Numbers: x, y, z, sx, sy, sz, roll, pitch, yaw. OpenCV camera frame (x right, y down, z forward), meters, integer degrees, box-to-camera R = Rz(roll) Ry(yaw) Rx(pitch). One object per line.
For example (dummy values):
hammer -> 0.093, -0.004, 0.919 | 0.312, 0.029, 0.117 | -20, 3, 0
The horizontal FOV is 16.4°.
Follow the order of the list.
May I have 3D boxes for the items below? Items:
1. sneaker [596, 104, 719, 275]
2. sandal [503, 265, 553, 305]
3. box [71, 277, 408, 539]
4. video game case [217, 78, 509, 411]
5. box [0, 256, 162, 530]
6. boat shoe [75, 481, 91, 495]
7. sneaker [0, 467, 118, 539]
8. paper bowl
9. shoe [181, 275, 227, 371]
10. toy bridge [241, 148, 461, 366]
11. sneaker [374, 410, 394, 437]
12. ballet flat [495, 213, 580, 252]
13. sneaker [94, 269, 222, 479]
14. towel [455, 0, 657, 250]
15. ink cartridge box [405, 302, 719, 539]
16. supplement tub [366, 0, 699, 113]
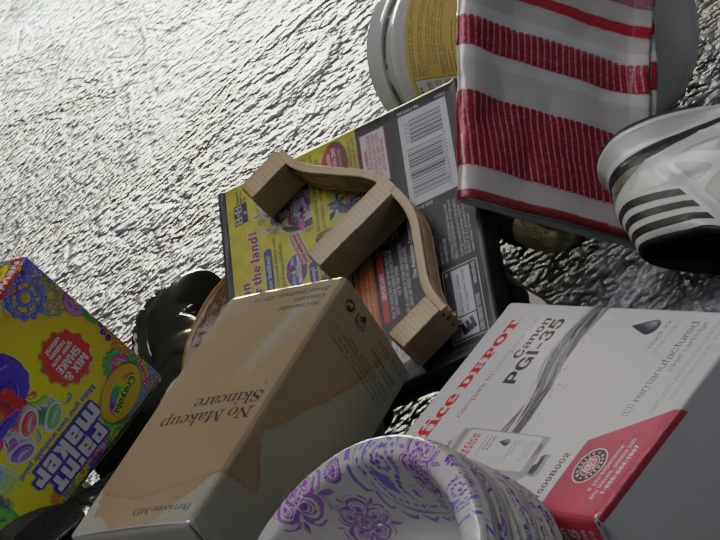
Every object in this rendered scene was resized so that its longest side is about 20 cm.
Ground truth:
sneaker -> 0.244, -0.057, 1.444 | 0.200, 0.076, 0.115 | -25, 48, 10
sandal -> 0.067, 0.022, 1.512 | 0.080, 0.057, 0.201 | -44, 51, 4
box -> -0.063, 0.101, 1.373 | 0.095, 0.078, 0.200 | -12, 32, 36
video game case -> 0.000, 0.000, 1.516 | 0.181, 0.026, 0.200 | -25, 51, 22
box -> -0.259, 0.110, 1.586 | 0.200, 0.122, 0.193 | -53, 19, -21
boat shoe -> -0.213, 0.164, 1.678 | 0.063, 0.073, 0.201 | -56, 26, -13
sneaker -> -0.139, 0.149, 1.414 | 0.200, 0.060, 0.104 | -30, 15, -16
paper bowl -> 0.026, 0.189, 1.207 | 0.201, 0.104, 0.201 | -33, 42, 36
shoe -> -0.077, 0.084, 1.570 | 0.070, 0.053, 0.200 | 0, 61, 25
toy bridge -> 0.001, -0.023, 1.493 | 0.067, 0.027, 0.200 | -45, 46, 1
sneaker -> 0.020, 0.018, 1.587 | 0.114, 0.076, 0.200 | -12, 50, -3
ballet flat -> 0.091, -0.036, 1.635 | 0.200, 0.066, 0.057 | -150, 69, -65
sneaker -> -0.111, 0.072, 1.678 | 0.091, 0.076, 0.200 | -34, 31, 37
towel -> 0.122, -0.120, 1.523 | 0.023, 0.144, 0.200 | -32, 51, 54
ink cartridge box -> 0.118, 0.096, 1.306 | 0.147, 0.083, 0.200 | -50, 27, -23
supplement tub -> 0.112, -0.155, 1.681 | 0.200, 0.145, 0.145 | -3, 42, 53
